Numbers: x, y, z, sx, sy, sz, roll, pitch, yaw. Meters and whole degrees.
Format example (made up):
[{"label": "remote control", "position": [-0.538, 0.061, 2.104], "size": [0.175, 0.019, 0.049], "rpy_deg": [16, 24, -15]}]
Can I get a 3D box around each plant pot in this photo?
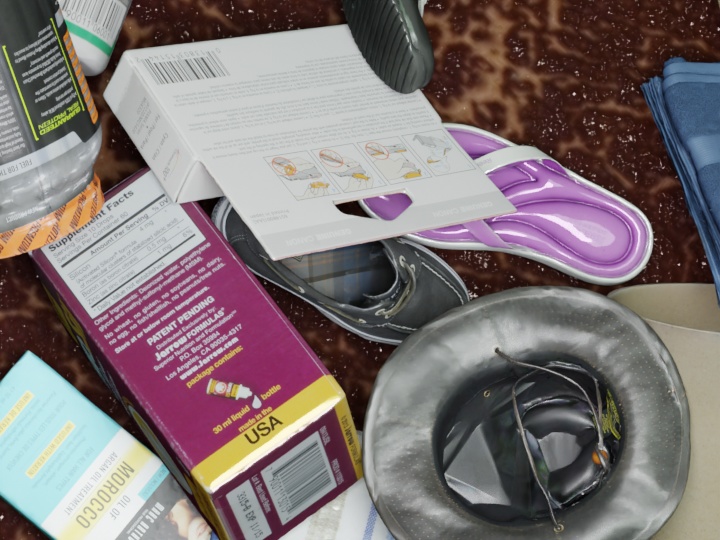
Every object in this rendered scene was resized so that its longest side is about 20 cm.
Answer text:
[{"label": "plant pot", "position": [0.238, 0.122, 1.718], "size": [0.187, 0.187, 0.201], "rpy_deg": [3, 99, -9]}]

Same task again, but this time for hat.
[{"label": "hat", "position": [0.100, 0.107, 1.655], "size": [0.200, 0.081, 0.201], "rpy_deg": [0, 75, 2]}]

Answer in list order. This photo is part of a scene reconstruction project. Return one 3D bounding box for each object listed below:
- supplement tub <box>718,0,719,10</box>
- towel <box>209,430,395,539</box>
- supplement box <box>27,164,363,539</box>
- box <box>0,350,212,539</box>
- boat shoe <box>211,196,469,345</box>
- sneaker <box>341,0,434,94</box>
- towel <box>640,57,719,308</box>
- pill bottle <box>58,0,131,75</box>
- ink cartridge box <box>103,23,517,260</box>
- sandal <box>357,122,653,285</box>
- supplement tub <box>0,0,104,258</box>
[{"label": "supplement tub", "position": [0.288, -0.248, 1.754], "size": [0.144, 0.145, 0.201], "rpy_deg": [-12, 88, -10]}, {"label": "towel", "position": [0.007, 0.173, 1.681], "size": [0.199, 0.024, 0.147], "rpy_deg": [14, 68, 0]}, {"label": "supplement box", "position": [-0.097, 0.055, 1.642], "size": [0.103, 0.131, 0.200], "rpy_deg": [-35, 65, -9]}, {"label": "box", "position": [-0.158, 0.145, 1.702], "size": [0.200, 0.049, 0.082], "rpy_deg": [40, 81, -4]}, {"label": "boat shoe", "position": [0.000, 0.000, 1.694], "size": [0.200, 0.066, 0.070], "rpy_deg": [29, 86, -34]}, {"label": "sneaker", "position": [0.026, -0.203, 1.720], "size": [0.088, 0.074, 0.201], "rpy_deg": [-9, 62, -20]}, {"label": "towel", "position": [0.257, -0.054, 1.733], "size": [0.111, 0.049, 0.200], "rpy_deg": [0, 46, -17]}, {"label": "pill bottle", "position": [-0.177, -0.232, 1.693], "size": [0.113, 0.113, 0.201], "rpy_deg": [21, 83, -7]}, {"label": "ink cartridge box", "position": [-0.030, -0.070, 1.657], "size": [0.200, 0.045, 0.176], "rpy_deg": [-11, 54, -40]}, {"label": "sandal", "position": [0.097, -0.047, 1.757], "size": [0.202, 0.050, 0.083], "rpy_deg": [14, 84, -8]}, {"label": "supplement tub", "position": [-0.225, -0.115, 1.578], "size": [0.122, 0.123, 0.201], "rpy_deg": [-21, 109, -10]}]
